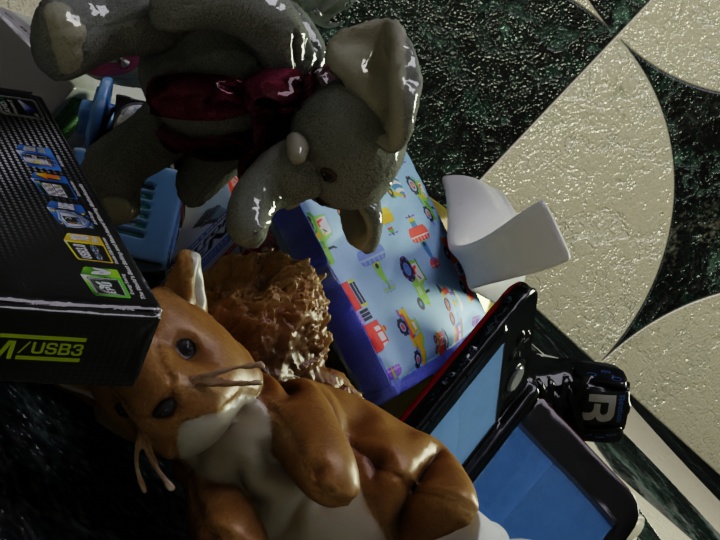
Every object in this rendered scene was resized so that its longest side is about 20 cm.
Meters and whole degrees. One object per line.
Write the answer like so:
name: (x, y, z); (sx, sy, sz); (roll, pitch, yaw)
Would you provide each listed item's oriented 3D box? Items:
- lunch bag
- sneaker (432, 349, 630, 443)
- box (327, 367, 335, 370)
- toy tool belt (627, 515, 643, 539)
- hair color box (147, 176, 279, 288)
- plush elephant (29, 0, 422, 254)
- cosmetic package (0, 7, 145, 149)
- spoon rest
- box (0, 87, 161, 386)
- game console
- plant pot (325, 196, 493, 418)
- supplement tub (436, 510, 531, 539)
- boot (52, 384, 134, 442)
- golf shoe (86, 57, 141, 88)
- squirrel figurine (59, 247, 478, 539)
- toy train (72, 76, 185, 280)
lunch bag: (0.000, 0.000, 1.012); (0.151, 0.094, 0.200); (63, 11, 2)
sneaker: (0.128, 0.088, 1.148); (0.111, 0.074, 0.200); (5, 6, 24)
box: (-0.039, 0.112, 1.051); (0.082, 0.068, 0.200); (44, 8, 10)
toy tool belt: (0.102, 0.197, 1.163); (0.123, 0.126, 0.199); (33, 23, 27)
hair color box: (-0.103, 0.006, 1.119); (0.064, 0.111, 0.200); (41, 8, -20)
plush elephant: (-0.046, -0.075, 0.854); (0.155, 0.199, 0.165); (48, -26, 28)
cosmetic package: (-0.220, -0.106, 1.124); (0.085, 0.108, 0.200); (44, 9, 8)
spoon rest: (0.083, -0.018, 1.077); (0.100, 0.060, 0.200); (65, -4, -4)
box: (-0.210, -0.027, 0.735); (0.192, 0.048, 0.200); (8, 30, -34)
game console: (0.085, 0.141, 0.993); (0.118, 0.200, 0.173); (29, -33, 21)
plant pot: (0.024, 0.025, 1.222); (0.200, 0.142, 0.200); (44, -9, 9)
supplement tub: (0.088, 0.229, 0.829); (0.200, 0.145, 0.145); (42, 8, -11)
boot: (-0.182, 0.011, 0.911); (0.201, 0.071, 0.144); (44, 1, -20)
golf shoe: (-0.109, -0.131, 1.023); (0.199, 0.076, 0.092); (14, -19, 31)
squirrel figurine: (-0.061, 0.073, 0.830); (0.186, 0.141, 0.200); (40, 16, -22)
toy train: (-0.145, -0.049, 1.039); (0.086, 0.115, 0.200); (14, -7, -6)
